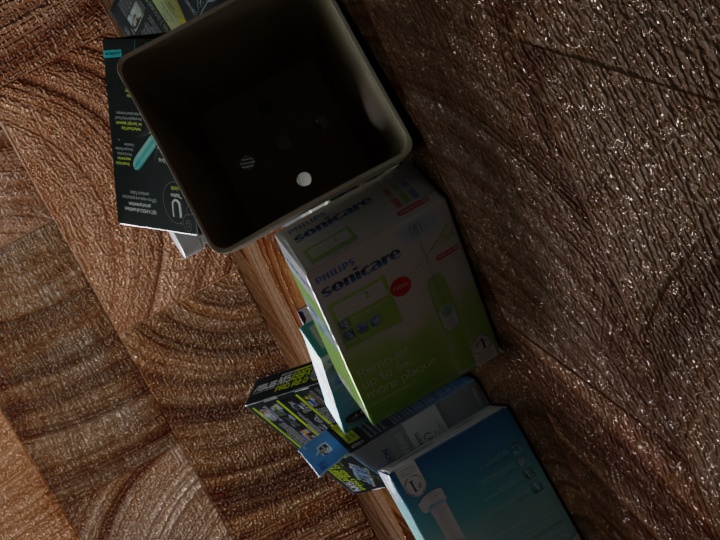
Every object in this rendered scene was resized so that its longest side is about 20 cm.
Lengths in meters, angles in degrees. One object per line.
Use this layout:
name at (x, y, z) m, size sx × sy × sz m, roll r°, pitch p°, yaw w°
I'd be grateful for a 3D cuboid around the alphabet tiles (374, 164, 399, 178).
alphabet tiles at (0.020, -0.103, 1.535) m, size 0.200 × 0.006 × 0.166 m, roll 62°, pitch 171°, yaw -4°

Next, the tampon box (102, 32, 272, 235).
tampon box at (-0.173, -0.149, 1.604) m, size 0.150 × 0.126 × 0.200 m, roll 10°, pitch 108°, yaw 47°

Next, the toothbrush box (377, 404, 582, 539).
toothbrush box at (0.133, 0.262, 1.598) m, size 0.200 × 0.146 × 0.085 m, roll 60°, pitch 172°, yaw 1°

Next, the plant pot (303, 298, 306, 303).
plant pot at (-0.009, 0.050, 1.808) m, size 0.200 × 0.027 × 0.200 m, roll 46°, pitch 153°, yaw 31°

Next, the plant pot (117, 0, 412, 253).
plant pot at (-0.079, -0.136, 1.422) m, size 0.200 × 0.200 × 0.177 m, roll 62°, pitch -179°, yaw 7°

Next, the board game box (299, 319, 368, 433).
board game box at (0.025, 0.083, 1.628) m, size 0.047 × 0.151 × 0.200 m, roll 56°, pitch 171°, yaw 28°

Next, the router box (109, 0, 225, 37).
router box at (-0.199, -0.294, 1.749) m, size 0.157 × 0.052 × 0.200 m, roll -55°, pitch 54°, yaw 34°

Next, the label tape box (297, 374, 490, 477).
label tape box at (0.039, 0.186, 1.709) m, size 0.066 × 0.200 × 0.143 m, roll 60°, pitch 172°, yaw -9°

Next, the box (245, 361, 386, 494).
box at (-0.017, 0.190, 1.857) m, size 0.200 × 0.044 × 0.160 m, roll 42°, pitch 142°, yaw -24°

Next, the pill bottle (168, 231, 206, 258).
pill bottle at (-0.148, -0.098, 1.881) m, size 0.111 × 0.200 × 0.111 m, roll 58°, pitch 171°, yaw 15°

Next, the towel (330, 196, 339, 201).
towel at (0.000, 0.000, 1.625) m, size 0.086 × 0.018 × 0.200 m, roll 51°, pitch 165°, yaw 30°

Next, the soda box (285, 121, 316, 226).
soda box at (-0.082, -0.140, 1.736) m, size 0.200 × 0.068 × 0.063 m, roll 69°, pitch -154°, yaw -45°

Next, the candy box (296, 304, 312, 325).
candy box at (-0.006, 0.141, 1.983) m, size 0.200 × 0.061 × 0.136 m, roll 58°, pitch 175°, yaw 48°

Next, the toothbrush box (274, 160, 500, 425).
toothbrush box at (0.028, 0.023, 1.429) m, size 0.086 × 0.146 × 0.200 m, roll 50°, pitch 166°, yaw 53°

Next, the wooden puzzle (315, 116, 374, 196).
wooden puzzle at (-0.010, -0.075, 1.631) m, size 0.185 × 0.046 × 0.200 m, roll 58°, pitch 174°, yaw 21°

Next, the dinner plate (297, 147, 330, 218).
dinner plate at (-0.049, -0.065, 1.601) m, size 0.200 × 0.024 × 0.200 m, roll 163°, pitch 90°, yaw -85°
